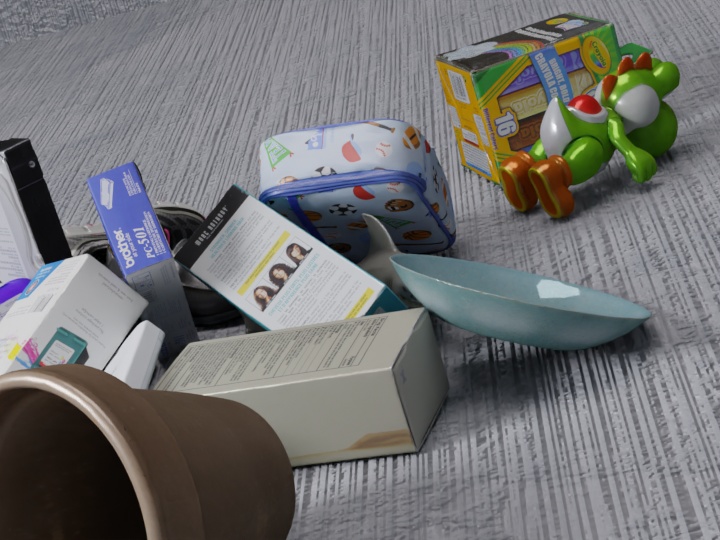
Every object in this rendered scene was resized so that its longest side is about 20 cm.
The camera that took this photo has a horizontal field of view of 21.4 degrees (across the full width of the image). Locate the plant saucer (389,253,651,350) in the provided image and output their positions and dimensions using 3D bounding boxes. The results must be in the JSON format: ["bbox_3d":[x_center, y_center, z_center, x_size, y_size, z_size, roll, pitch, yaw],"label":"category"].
[{"bbox_3d":[0.115,0.028,1.423,0.201,0.039,0.201,12,6,-1],"label":"plant saucer"}]

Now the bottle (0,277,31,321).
[{"bbox_3d":[-0.360,0.079,1.691,0.200,0.065,0.084,-34,-18,-43],"label":"bottle"}]

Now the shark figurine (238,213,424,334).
[{"bbox_3d":[-0.008,0.000,1.600,0.214,0.090,0.128,-10,5,32],"label":"shark figurine"}]

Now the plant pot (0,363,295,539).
[{"bbox_3d":[-0.134,0.150,1.175,0.200,0.201,0.174,-1,5,39],"label":"plant pot"}]

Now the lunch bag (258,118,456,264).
[{"bbox_3d":[-0.005,-0.061,1.669,0.160,0.076,0.200,-9,-23,11],"label":"lunch bag"}]

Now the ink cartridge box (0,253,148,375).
[{"bbox_3d":[-0.266,0.088,1.502,0.200,0.067,0.116,-57,20,-20],"label":"ink cartridge box"}]

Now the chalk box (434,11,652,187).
[{"bbox_3d":[0.196,-0.181,1.911,0.200,0.124,0.125,-19,18,-11],"label":"chalk box"}]

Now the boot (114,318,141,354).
[{"bbox_3d":[-0.231,0.074,1.656,0.075,0.074,0.200,-44,20,12],"label":"boot"}]

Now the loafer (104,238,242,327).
[{"bbox_3d":[-0.156,0.007,1.739,0.200,0.072,0.073,-5,20,29],"label":"loafer"}]

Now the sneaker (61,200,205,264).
[{"bbox_3d":[-0.224,-0.011,1.859,0.200,0.074,0.087,-13,36,-37],"label":"sneaker"}]

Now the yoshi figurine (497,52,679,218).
[{"bbox_3d":[0.231,-0.115,1.781,0.200,0.112,0.112,-39,-15,-20],"label":"yoshi figurine"}]

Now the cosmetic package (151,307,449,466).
[{"bbox_3d":[-0.045,0.092,1.399,0.200,0.071,0.105,-8,22,23],"label":"cosmetic package"}]

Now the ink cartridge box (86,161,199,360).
[{"bbox_3d":[-0.179,-0.005,1.591,0.044,0.094,0.200,-22,-21,-7],"label":"ink cartridge box"}]

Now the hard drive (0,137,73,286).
[{"bbox_3d":[-0.326,-0.026,1.780,0.038,0.200,0.140,-33,25,-36],"label":"hard drive"}]

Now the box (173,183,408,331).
[{"bbox_3d":[-0.057,0.011,1.528,0.200,0.049,0.082,34,83,40],"label":"box"}]

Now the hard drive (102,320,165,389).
[{"bbox_3d":[-0.202,0.125,1.404,0.132,0.027,0.200,-50,11,16],"label":"hard drive"}]
